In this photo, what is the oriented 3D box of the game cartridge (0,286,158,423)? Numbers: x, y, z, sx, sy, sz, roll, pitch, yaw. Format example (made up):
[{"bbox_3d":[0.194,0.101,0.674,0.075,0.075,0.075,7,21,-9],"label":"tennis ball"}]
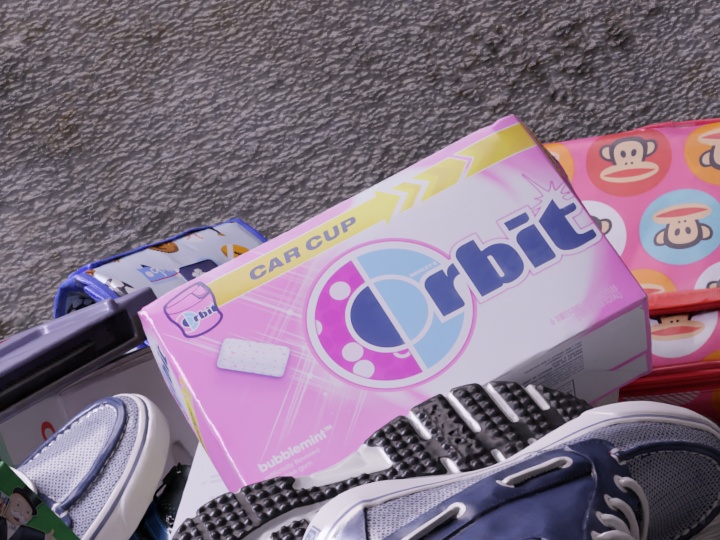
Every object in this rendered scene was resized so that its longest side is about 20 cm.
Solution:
[{"bbox_3d":[-0.204,0.065,1.480,0.129,0.039,0.200,-15,9,35],"label":"game cartridge"}]

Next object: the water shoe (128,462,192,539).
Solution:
[{"bbox_3d":[-0.087,0.138,1.407,0.199,0.079,0.071,-12,-34,32],"label":"water shoe"}]

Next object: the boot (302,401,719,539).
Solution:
[{"bbox_3d":[0.081,0.105,1.075,0.199,0.073,0.090,-15,22,-31],"label":"boot"}]

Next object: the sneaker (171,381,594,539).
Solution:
[{"bbox_3d":[0.017,0.109,1.160,0.199,0.080,0.074,-19,43,-13],"label":"sneaker"}]

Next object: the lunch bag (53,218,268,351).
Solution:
[{"bbox_3d":[-0.093,0.077,1.749,0.123,0.201,0.170,-20,0,37],"label":"lunch bag"}]

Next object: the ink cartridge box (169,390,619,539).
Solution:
[{"bbox_3d":[0.014,0.097,1.275,0.196,0.047,0.201,-10,37,18],"label":"ink cartridge box"}]

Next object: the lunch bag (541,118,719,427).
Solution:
[{"bbox_3d":[0.149,0.017,1.395,0.199,0.177,0.082,-7,-35,13],"label":"lunch bag"}]

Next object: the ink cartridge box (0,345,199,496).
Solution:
[{"bbox_3d":[-0.165,0.136,1.574,0.084,0.146,0.199,-23,3,-42],"label":"ink cartridge box"}]

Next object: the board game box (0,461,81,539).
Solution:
[{"bbox_3d":[-0.152,0.147,1.197,0.029,0.135,0.200,-53,18,-29],"label":"board game box"}]

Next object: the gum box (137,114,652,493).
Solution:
[{"bbox_3d":[0.021,0.027,1.234,0.199,0.114,0.066,-28,-31,-9],"label":"gum box"}]

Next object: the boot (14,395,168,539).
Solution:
[{"bbox_3d":[-0.175,0.122,1.356,0.073,0.090,0.200,9,57,51],"label":"boot"}]
